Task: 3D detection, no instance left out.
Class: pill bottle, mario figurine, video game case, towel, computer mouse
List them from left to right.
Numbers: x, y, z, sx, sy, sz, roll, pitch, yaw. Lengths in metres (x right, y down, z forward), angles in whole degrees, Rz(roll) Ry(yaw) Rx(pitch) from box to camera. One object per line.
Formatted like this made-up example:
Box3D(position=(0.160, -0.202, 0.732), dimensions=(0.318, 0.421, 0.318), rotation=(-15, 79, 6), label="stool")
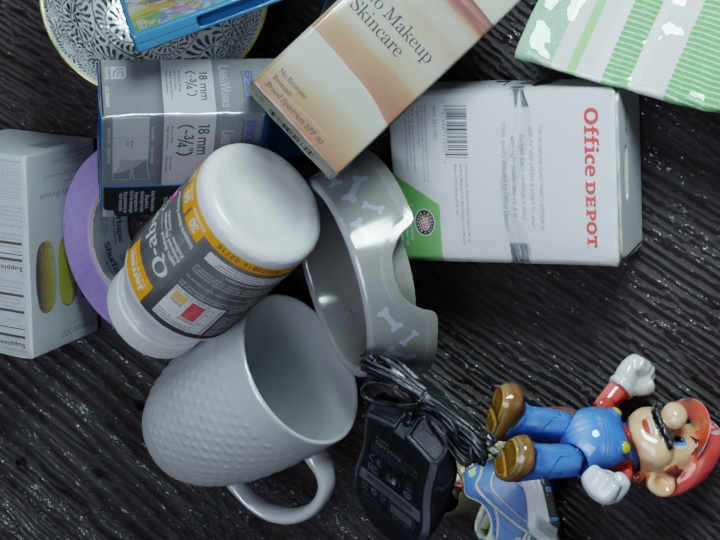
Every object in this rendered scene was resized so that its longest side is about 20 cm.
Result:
Box3D(position=(-0.131, -0.010, 1.242), dimensions=(0.117, 0.116, 0.200), rotation=(54, 132, 5), label="pill bottle")
Box3D(position=(-0.099, -0.242, 1.198), dimensions=(0.199, 0.143, 0.018), rotation=(-21, 119, -4), label="video game case")
Box3D(position=(0.050, 0.156, 1.229), dimensions=(0.138, 0.053, 0.200), rotation=(38, 141, 22), label="computer mouse")
Box3D(position=(0.209, 0.127, 1.187), dimensions=(0.106, 0.199, 0.124), rotation=(165, 109, -70), label="mario figurine")
Box3D(position=(0.239, -0.205, 1.128), dimensions=(0.199, 0.023, 0.153), rotation=(20, 78, 21), label="towel")

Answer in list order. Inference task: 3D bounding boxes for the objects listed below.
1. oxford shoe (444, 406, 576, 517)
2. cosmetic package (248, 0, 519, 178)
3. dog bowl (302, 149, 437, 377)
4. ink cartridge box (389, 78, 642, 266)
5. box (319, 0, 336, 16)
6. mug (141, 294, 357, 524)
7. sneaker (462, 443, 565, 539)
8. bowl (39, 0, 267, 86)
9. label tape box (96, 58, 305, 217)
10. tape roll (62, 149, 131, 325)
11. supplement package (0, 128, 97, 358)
Box3D(position=(0.113, 0.181, 1.295), dimensions=(0.200, 0.075, 0.071), rotation=(-30, 89, 29), label="oxford shoe")
Box3D(position=(0.017, -0.177, 1.150), dimensions=(0.200, 0.087, 0.103), rotation=(-45, 95, -4), label="cosmetic package")
Box3D(position=(0.000, 0.000, 1.252), dimensions=(0.058, 0.200, 0.201), rotation=(-16, 97, -15), label="dog bowl")
Box3D(position=(0.131, -0.084, 1.216), dimensions=(0.199, 0.084, 0.147), rotation=(3, 104, 25), label="ink cartridge box")
Box3D(position=(0.029, -0.259, 1.242), dimensions=(0.082, 0.049, 0.201), rotation=(29, 113, 17), label="box")
Box3D(position=(-0.100, 0.146, 1.353), dimensions=(0.175, 0.148, 0.200), rotation=(-30, 94, 34), label="mug")
Box3D(position=(0.140, 0.237, 1.273), dimensions=(0.077, 0.076, 0.201), rotation=(-10, 117, 8), label="sneaker")
Box3D(position=(-0.180, -0.237, 1.305), dimensions=(0.200, 0.094, 0.202), rotation=(0, 80, -1), label="bowl")
Box3D(position=(-0.124, -0.114, 1.248), dimensions=(0.144, 0.199, 0.064), rotation=(105, 159, -57), label="label tape box")
Box3D(position=(-0.184, -0.034, 1.392), dimensions=(0.199, 0.066, 0.201), rotation=(6, 104, 25), label="tape roll")
Box3D(position=(-0.335, -0.029, 1.439), dimensions=(0.109, 0.114, 0.201), rotation=(9, 107, 25), label="supplement package")
